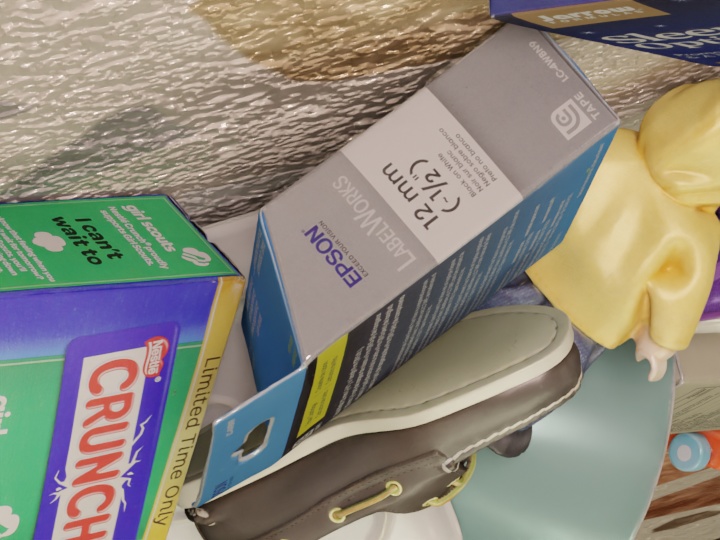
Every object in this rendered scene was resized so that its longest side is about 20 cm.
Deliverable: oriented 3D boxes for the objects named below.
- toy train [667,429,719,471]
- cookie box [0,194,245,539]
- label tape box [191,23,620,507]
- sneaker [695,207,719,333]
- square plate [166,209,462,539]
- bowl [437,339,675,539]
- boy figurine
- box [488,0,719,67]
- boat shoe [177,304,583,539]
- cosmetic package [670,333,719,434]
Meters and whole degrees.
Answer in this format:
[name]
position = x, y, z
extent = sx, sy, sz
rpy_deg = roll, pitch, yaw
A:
[toy train]
position = 0.139, 0.073, 1.543
extent = 0.150, 0.056, 0.200
rpy_deg = 24, -168, 38
[cookie box]
position = -0.165, 0.059, 1.117
extent = 0.200, 0.075, 0.171
rpy_deg = -6, 127, -35
[label tape box]
position = 0.000, 0.000, 1.091
extent = 0.200, 0.066, 0.143
rpy_deg = -35, 168, -15
[sneaker]
position = 0.204, -0.043, 1.299
extent = 0.200, 0.081, 0.083
rpy_deg = -34, 142, 29
[square plate]
position = -0.075, 0.078, 1.239
extent = 0.198, 0.200, 0.028
rpy_deg = -16, -152, 9
[bowl]
position = 0.055, 0.069, 1.337
extent = 0.105, 0.201, 0.201
rpy_deg = 14, 152, -25
[boy figurine]
position = 0.104, -0.015, 1.204
extent = 0.200, 0.124, 0.064
rpy_deg = -50, 164, 14
[box]
position = 0.133, -0.103, 0.999
extent = 0.121, 0.032, 0.200
rpy_deg = -3, 174, 39
[boat shoe]
position = 0.012, 0.073, 1.174
extent = 0.201, 0.061, 0.072
rpy_deg = -21, -158, 26
[cosmetic package]
position = 0.195, 0.034, 1.487
extent = 0.200, 0.087, 0.103
rpy_deg = -2, 160, -43
